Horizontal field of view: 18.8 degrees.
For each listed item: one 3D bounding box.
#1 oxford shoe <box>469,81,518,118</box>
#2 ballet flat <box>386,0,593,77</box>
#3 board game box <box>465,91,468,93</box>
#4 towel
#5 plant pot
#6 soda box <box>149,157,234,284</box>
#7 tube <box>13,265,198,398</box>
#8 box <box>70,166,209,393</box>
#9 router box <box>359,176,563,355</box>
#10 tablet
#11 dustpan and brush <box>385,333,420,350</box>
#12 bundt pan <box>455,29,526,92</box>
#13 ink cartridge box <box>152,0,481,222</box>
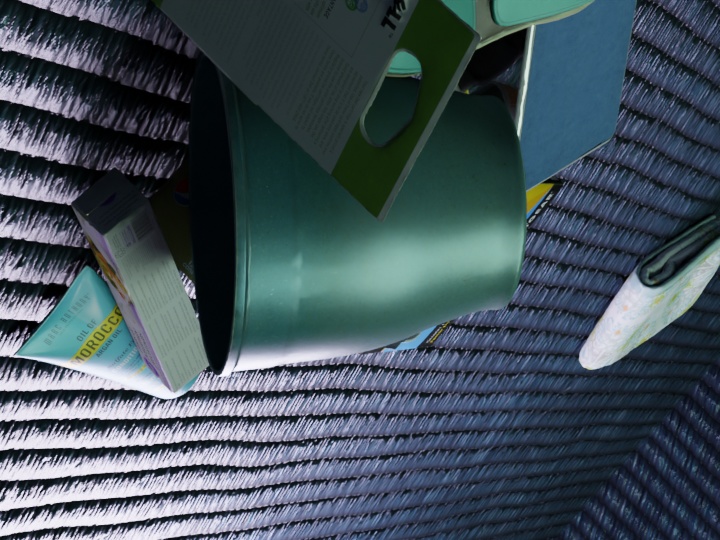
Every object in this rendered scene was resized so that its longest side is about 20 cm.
[{"bbox_3d":[0.047,-0.065,1.562,0.200,0.075,0.058,-41,128,7],"label":"oxford shoe"},{"bbox_3d":[0.061,-0.168,1.338,0.199,0.070,0.070,-17,150,-30],"label":"ballet flat"},{"bbox_3d":[0.018,-0.064,1.734,0.200,0.030,0.096,-42,162,-18],"label":"board game box"},{"bbox_3d":[0.364,0.029,2.657,0.199,0.048,0.172,-30,155,-40],"label":"towel"},{"bbox_3d":[-0.001,-0.040,1.344,0.186,0.201,0.200,-3,149,-11],"label":"plant pot"},{"bbox_3d":[-0.083,-0.020,1.535,0.064,0.068,0.200,-47,162,5],"label":"soda box"},{"bbox_3d":[-0.174,0.048,1.531,0.078,0.050,0.200,-55,156,1],"label":"tube"},{"bbox_3d":[-0.143,0.010,1.450,0.041,0.039,0.200,-39,148,-14],"label":"box"},{"bbox_3d":[0.075,-0.017,1.912,0.200,0.051,0.149,-52,159,20],"label":"router box"},{"bbox_3d":[0.149,-0.154,1.509,0.130,0.014,0.201,-31,139,-39],"label":"tablet"},{"bbox_3d":[0.021,-0.032,1.644,0.057,0.139,0.201,36,68,-50],"label":"dustpan and brush"},{"bbox_3d":[0.093,-0.219,1.479,0.202,0.076,0.202,-40,161,-17],"label":"bundt pan"},{"bbox_3d":[-0.009,-0.150,1.203,0.076,0.200,0.148,-27,155,-44],"label":"ink cartridge box"}]
